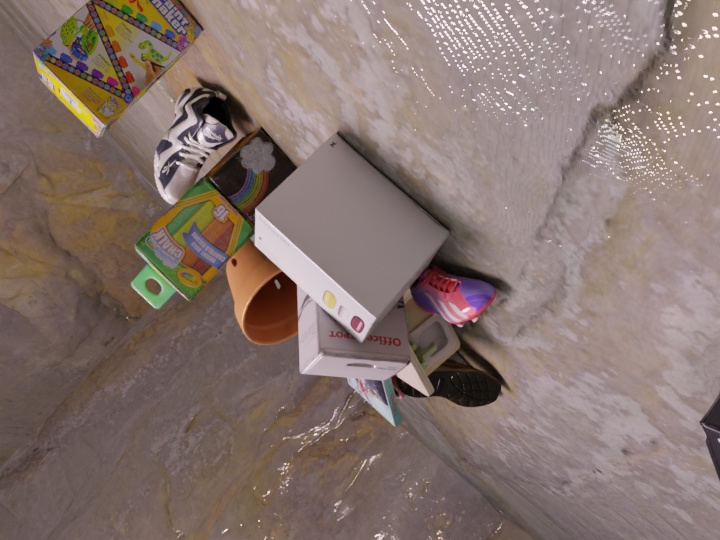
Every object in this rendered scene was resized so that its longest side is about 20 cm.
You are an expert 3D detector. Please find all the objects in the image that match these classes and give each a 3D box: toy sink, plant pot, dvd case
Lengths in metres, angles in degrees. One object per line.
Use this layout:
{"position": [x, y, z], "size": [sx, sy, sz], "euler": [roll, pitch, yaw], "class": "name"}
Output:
{"position": [0.082, 0.099, 1.022], "size": [0.132, 0.111, 0.199], "euler": [59, 165, -18], "class": "toy sink"}
{"position": [-0.169, 0.021, 1.171], "size": [0.140, 0.199, 0.201], "euler": [46, 171, 34], "class": "plant pot"}
{"position": [0.006, 0.182, 1.125], "size": [0.199, 0.022, 0.149], "euler": [31, 140, 59], "class": "dvd case"}

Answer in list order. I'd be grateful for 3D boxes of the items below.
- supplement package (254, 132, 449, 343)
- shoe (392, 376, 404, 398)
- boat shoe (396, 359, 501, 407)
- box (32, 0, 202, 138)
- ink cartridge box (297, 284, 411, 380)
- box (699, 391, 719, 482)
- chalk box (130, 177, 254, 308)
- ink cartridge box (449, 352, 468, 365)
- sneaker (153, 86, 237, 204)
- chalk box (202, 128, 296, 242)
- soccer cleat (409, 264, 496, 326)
{"position": [-0.016, -0.041, 0.789], "size": [0.199, 0.156, 0.111], "euler": [41, 157, 7], "class": "supplement package"}
{"position": [0.026, 0.157, 1.178], "size": [0.199, 0.091, 0.072], "euler": [38, 151, 4], "class": "shoe"}
{"position": [0.158, 0.189, 1.102], "size": [0.196, 0.077, 0.074], "euler": [13, -155, -12], "class": "boat shoe"}
{"position": [-0.354, -0.312, 0.886], "size": [0.122, 0.193, 0.199], "euler": [47, 165, -23], "class": "box"}
{"position": [-0.014, 0.047, 0.879], "size": [0.143, 0.204, 0.085], "euler": [9, 148, -24], "class": "ink cartridge box"}
{"position": [0.433, 0.219, 0.555], "size": [0.199, 0.050, 0.199], "euler": [24, 158, 52], "class": "box"}
{"position": [-0.287, -0.031, 1.003], "size": [0.124, 0.201, 0.124], "euler": [43, 166, -10], "class": "chalk box"}
{"position": [0.099, 0.149, 1.225], "size": [0.201, 0.057, 0.162], "euler": [50, 150, -8], "class": "ink cartridge box"}
{"position": [-0.266, -0.207, 1.000], "size": [0.128, 0.203, 0.079], "euler": [8, 166, 47], "class": "sneaker"}
{"position": [-0.163, -0.123, 1.061], "size": [0.201, 0.125, 0.123], "euler": [49, 165, -21], "class": "chalk box"}
{"position": [0.118, 0.027, 0.849], "size": [0.077, 0.067, 0.200], "euler": [50, 168, -11], "class": "soccer cleat"}
